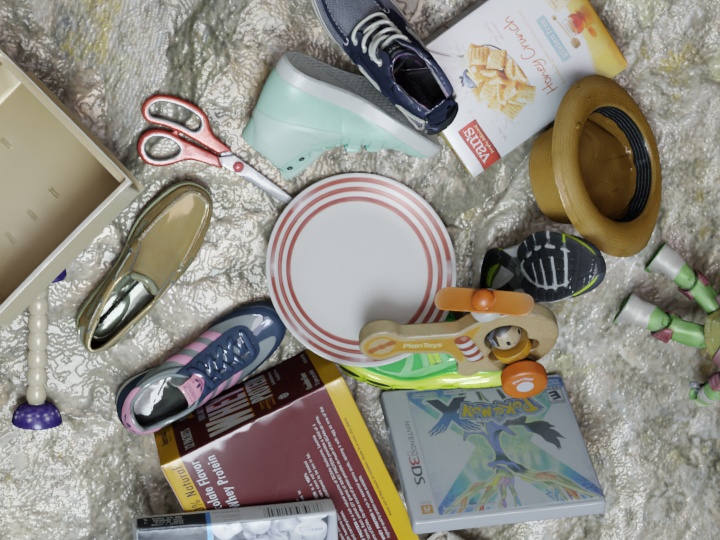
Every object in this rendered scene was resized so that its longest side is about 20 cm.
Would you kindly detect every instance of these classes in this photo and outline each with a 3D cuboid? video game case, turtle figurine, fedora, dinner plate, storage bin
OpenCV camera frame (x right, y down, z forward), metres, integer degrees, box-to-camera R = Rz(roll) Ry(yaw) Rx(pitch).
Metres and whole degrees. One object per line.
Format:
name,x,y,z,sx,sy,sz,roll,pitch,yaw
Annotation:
video game case,0.134,0.186,1.759,0.199,0.183,0.022,-5,133,-10
turtle figurine,0.377,0.063,1.825,0.194,0.200,0.144,33,119,4
fedora,0.229,-0.101,1.729,0.200,0.082,0.201,14,72,-48
dinner plate,0.000,0.000,1.741,0.199,0.024,0.201,2,80,-14
storage bin,-0.346,-0.079,1.621,0.199,0.094,0.200,45,92,5

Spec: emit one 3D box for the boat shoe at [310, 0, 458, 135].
boat shoe,0.024,-0.223,1.655,0.075,0.093,0.200,-43,87,-1

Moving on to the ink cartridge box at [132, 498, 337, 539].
ink cartridge box,-0.118,0.331,1.673,0.197,0.043,0.201,-5,105,-8

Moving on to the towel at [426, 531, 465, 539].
towel,0.071,0.374,1.833,0.132,0.034,0.200,29,95,-50

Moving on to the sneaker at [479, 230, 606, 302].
sneaker,0.197,-0.003,1.723,0.081,0.200,0.074,-3,89,-24

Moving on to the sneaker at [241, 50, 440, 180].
sneaker,-0.023,-0.136,1.715,0.200,0.074,0.118,22,121,-27

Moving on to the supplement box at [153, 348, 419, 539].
supplement box,-0.079,0.216,1.745,0.200,0.133,0.198,-26,106,-4

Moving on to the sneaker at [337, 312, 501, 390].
sneaker,0.070,0.083,1.782,0.199,0.074,0.084,-1,85,-13

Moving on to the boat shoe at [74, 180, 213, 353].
boat shoe,-0.211,0.002,1.700,0.072,0.076,0.200,32,95,-15

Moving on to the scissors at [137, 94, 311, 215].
scissors,-0.131,-0.117,1.719,0.199,0.014,0.073,19,97,-12

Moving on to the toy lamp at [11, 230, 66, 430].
toy lamp,-0.322,0.057,1.703,0.058,0.058,0.201,-1,103,-10

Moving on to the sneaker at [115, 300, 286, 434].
sneaker,-0.157,0.105,1.731,0.200,0.082,0.070,-35,106,-1

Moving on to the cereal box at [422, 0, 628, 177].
cereal box,0.153,-0.210,1.736,0.200,0.040,0.144,-37,106,0

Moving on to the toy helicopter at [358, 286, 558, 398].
toy helicopter,0.098,0.062,1.688,0.199,0.079,0.132,-2,143,-6
